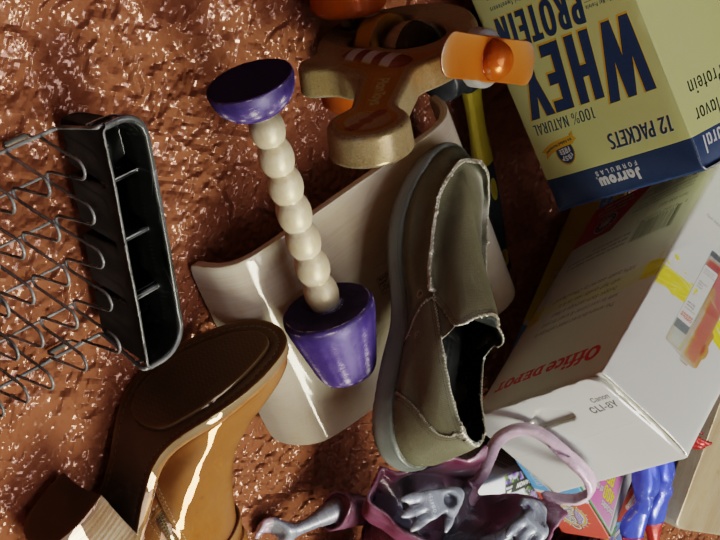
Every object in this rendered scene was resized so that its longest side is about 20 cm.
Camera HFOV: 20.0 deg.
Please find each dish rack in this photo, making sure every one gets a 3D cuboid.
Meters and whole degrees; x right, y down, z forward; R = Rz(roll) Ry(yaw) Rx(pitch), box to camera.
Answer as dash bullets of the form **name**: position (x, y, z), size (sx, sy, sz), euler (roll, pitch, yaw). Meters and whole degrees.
- **dish rack**: position (-0.195, 0.012, 1.089), size (0.200, 0.055, 0.154), euler (-29, 124, -34)

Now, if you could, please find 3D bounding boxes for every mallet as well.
- **mallet**: position (0.073, -0.073, 1.340), size (0.066, 0.041, 0.200), euler (-33, 131, -36)

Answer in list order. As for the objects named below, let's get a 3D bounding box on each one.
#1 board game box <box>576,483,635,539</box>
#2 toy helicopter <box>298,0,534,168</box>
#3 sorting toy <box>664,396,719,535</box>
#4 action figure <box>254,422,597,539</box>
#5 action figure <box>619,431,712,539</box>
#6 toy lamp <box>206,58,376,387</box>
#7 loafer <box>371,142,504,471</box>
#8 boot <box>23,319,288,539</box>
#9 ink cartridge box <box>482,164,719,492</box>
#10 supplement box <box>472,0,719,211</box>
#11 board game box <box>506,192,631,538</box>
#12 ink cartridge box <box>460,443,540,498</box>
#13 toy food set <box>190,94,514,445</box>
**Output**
- **board game box**: position (0.151, 0.248, 1.516), size (0.200, 0.019, 0.103), euler (-58, -179, -11)
- **toy helicopter**: position (0.027, -0.107, 1.158), size (0.200, 0.132, 0.079), euler (-72, 158, -60)
- **sorting toy**: position (0.311, 0.109, 1.630), size (0.199, 0.070, 0.200), euler (15, 95, -48)
- **action figure**: position (0.034, 0.160, 1.310), size (0.134, 0.200, 0.149), euler (46, 65, -2)
- **action figure**: position (0.227, 0.127, 1.421), size (0.065, 0.099, 0.200), euler (-23, 110, -55)
- **toy lamp**: position (-0.034, -0.021, 1.174), size (0.058, 0.058, 0.200), euler (-38, 125, -29)
- **loafer**: position (0.058, 0.022, 1.219), size (0.075, 0.070, 0.200), euler (18, 75, -53)
- **boot**: position (-0.095, 0.136, 1.231), size (0.200, 0.074, 0.155), euler (-43, 132, -8)
- **ink cartridge box**: position (0.178, 0.035, 1.307), size (0.083, 0.145, 0.200), euler (42, 58, -13)
- **supplement box**: position (0.193, -0.174, 1.289), size (0.200, 0.134, 0.200), euler (-28, 98, -36)
- **board game box**: position (0.166, 0.064, 1.444), size (0.153, 0.040, 0.200), euler (57, 48, -42)
- **ink cartridge box**: position (0.083, 0.228, 1.461), size (0.109, 0.050, 0.200), euler (-15, 115, -42)
- **toy food set**: position (0.000, 0.000, 1.281), size (0.200, 0.060, 0.144), euler (-36, 123, -20)
